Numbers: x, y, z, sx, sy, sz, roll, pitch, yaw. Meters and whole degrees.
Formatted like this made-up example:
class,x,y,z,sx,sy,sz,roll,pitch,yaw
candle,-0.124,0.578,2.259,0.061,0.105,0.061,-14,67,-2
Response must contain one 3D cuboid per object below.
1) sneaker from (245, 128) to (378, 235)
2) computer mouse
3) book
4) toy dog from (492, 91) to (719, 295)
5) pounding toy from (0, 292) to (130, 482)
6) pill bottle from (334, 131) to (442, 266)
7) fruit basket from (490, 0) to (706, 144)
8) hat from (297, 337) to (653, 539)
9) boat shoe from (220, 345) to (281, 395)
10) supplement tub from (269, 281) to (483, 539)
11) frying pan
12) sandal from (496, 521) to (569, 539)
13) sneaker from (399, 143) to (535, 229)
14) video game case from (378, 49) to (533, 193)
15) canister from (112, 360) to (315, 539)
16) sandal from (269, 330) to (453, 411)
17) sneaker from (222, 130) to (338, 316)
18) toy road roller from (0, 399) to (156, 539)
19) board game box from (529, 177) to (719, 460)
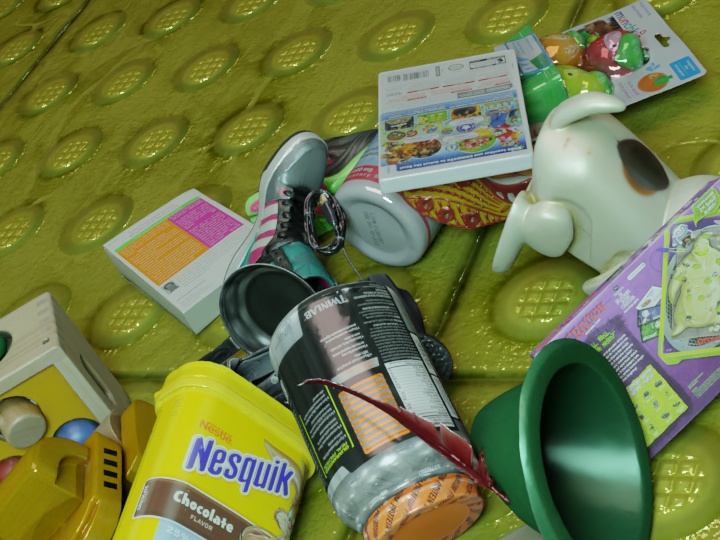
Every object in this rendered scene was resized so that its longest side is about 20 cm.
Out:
class,x,y,z,sx,sy,sz,roll,pitch,yaw
sneaker,-0.034,-0.096,1.438,0.198,0.078,0.084,-24,27,-14
computer mouse,0.000,0.000,1.242,0.058,0.034,0.201,-30,67,-8
book,-0.186,-0.018,1.473,0.133,0.048,0.199,-39,37,-16
toy dog,0.236,-0.054,1.101,0.198,0.196,0.140,23,38,11
pounding toy,-0.337,0.140,1.250,0.183,0.201,0.143,-30,35,-1
pill bottle,0.061,-0.110,1.345,0.108,0.109,0.201,4,49,39
fruit basket,0.231,-0.213,1.363,0.198,0.094,0.186,-26,35,7
hat,0.096,0.141,0.972,0.175,0.202,0.165,-17,1,38
boat shoe,-0.115,0.114,1.235,0.198,0.068,0.072,-25,35,9
supplement tub,0.014,0.120,1.048,0.122,0.123,0.201,-28,59,3
frying pan,-0.096,0.068,1.288,0.114,0.191,0.031,31,37,3
sandal,0.066,0.234,0.967,0.198,0.054,0.081,-24,35,10
sneaker,0.128,-0.087,1.271,0.197,0.074,0.077,-1,34,-14
video game case,0.087,-0.146,1.258,0.141,0.018,0.201,-9,36,7
canister,-0.120,0.197,1.066,0.086,0.148,0.202,-31,32,40
sandal,-0.012,0.104,1.177,0.198,0.076,0.048,-24,9,11
sneaker,-0.063,-0.030,1.317,0.121,0.083,0.202,36,109,48
toy road roller,-0.243,0.190,1.143,0.123,0.145,0.201,-47,27,16
board game box,0.240,0.041,1.009,0.200,0.120,0.032,-42,5,-5
